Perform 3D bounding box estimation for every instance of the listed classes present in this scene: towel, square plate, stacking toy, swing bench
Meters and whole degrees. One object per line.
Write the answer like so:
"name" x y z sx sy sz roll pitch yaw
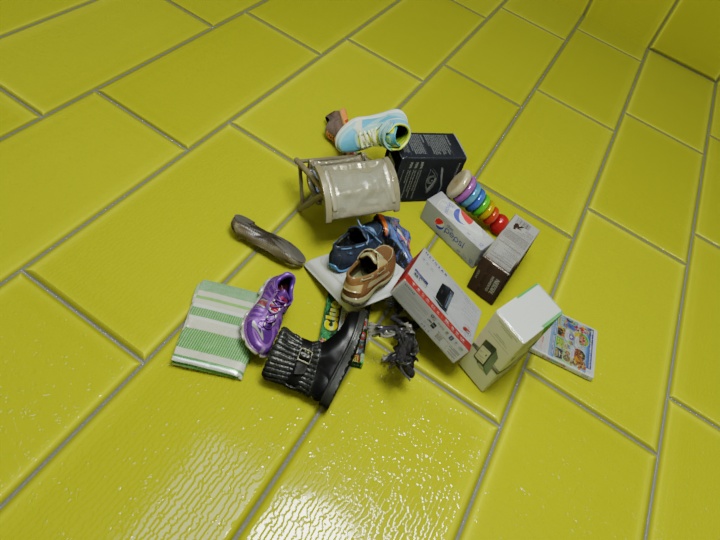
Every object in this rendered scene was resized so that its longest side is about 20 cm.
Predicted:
"towel" -0.281 0.115 1.132 0.147 0.024 0.205 14 48 -7
"square plate" 0.000 0.000 1.269 0.193 0.029 0.199 -18 41 -30
"stacking toy" 0.319 -0.168 1.479 0.199 0.085 0.087 41 46 -15
"swing bench" -0.034 -0.204 1.337 0.193 0.135 0.199 -11 18 -26

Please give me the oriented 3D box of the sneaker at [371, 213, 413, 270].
"sneaker" 0.097 -0.062 1.359 0.076 0.076 0.204 -8 56 -26

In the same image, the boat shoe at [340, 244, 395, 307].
"boat shoe" 0.024 -0.005 1.187 0.073 0.076 0.201 17 37 18

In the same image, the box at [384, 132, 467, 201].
"box" 0.164 -0.276 1.504 0.193 0.150 0.107 -4 51 -21

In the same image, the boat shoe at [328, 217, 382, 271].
"boat shoe" -0.001 -0.068 1.278 0.081 0.071 0.201 17 36 18

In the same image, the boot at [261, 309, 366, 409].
"boot" -0.087 0.144 1.102 0.154 0.080 0.215 26 65 5

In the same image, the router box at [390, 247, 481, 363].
"router box" 0.167 0.069 1.210 0.200 0.049 0.180 47 30 -3

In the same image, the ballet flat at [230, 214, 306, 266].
"ballet flat" -0.213 -0.060 1.285 0.196 0.047 0.067 30 17 1

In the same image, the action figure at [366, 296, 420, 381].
"action figure" 0.072 0.146 1.149 0.098 0.122 0.202 -11 26 14

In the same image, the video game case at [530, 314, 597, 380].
"video game case" 0.461 0.157 1.327 0.194 0.018 0.145 25 48 4

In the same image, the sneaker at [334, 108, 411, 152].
"sneaker" 0.034 -0.328 1.372 0.194 0.081 0.132 -22 33 1

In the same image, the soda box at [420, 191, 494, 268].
"soda box" 0.247 -0.107 1.443 0.062 0.069 0.200 -28 63 -33

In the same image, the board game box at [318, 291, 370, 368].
"board game box" -0.032 0.107 1.214 0.101 0.024 0.205 12 49 -4

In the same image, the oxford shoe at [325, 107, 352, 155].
"oxford shoe" -0.060 -0.374 1.580 0.070 0.073 0.205 -11 48 0

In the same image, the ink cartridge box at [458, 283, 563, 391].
"ink cartridge box" 0.309 0.142 1.171 0.143 0.203 0.085 -27 64 -33

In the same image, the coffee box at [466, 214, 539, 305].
"coffee box" 0.352 -0.029 1.382 0.079 0.115 0.200 34 51 14

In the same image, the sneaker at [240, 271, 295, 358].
"sneaker" -0.181 0.079 1.135 0.080 0.083 0.205 36 44 -25
